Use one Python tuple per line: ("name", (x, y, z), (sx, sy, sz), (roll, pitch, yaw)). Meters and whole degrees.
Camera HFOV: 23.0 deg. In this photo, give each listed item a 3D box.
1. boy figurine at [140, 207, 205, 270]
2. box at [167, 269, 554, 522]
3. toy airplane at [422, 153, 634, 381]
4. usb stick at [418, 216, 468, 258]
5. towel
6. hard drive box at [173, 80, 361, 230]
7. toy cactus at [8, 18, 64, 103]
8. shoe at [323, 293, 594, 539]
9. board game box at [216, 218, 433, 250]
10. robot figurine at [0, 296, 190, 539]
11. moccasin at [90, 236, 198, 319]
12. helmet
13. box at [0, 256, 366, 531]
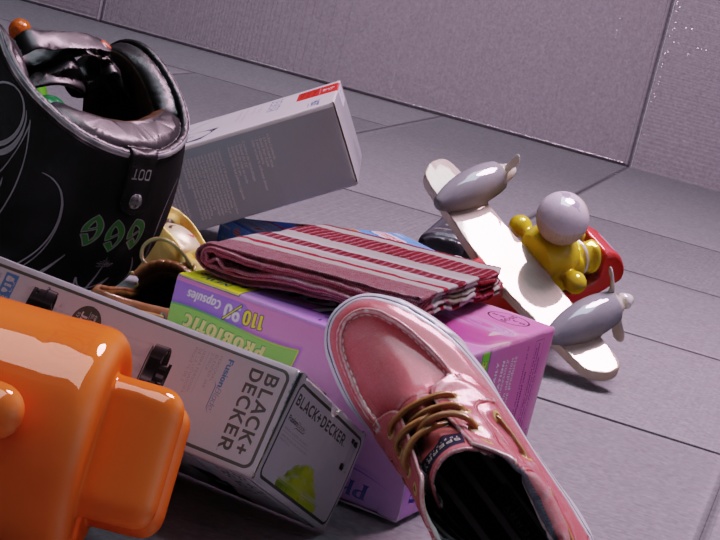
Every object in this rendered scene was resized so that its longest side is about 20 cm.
("boy figurine", (-0.087, 0.006, 1.355), (0.199, 0.065, 0.124), (23, 17, 25))
("box", (-0.001, 0.063, 1.100), (0.175, 0.097, 0.200), (19, 13, 24))
("toy airplane", (0.135, -0.009, 1.473), (0.199, 0.141, 0.199), (28, 32, -6))
("usb stick", (0.100, -0.037, 1.842), (0.055, 0.033, 0.200), (16, 12, 9))
("towel", (0.000, 0.000, 1.113), (0.143, 0.023, 0.200), (15, 10, 18))
("hard drive box", (-0.103, -0.096, 1.566), (0.199, 0.077, 0.156), (-16, 12, 4))
("toy cactus", (-0.250, -0.127, 1.485), (0.199, 0.103, 0.165), (17, 23, -34))
("shoe", (0.045, 0.086, 0.913), (0.200, 0.071, 0.091), (51, 4, 17))
("board game box", (-0.006, -0.006, 1.562), (0.199, 0.037, 0.151), (4, 15, -35))
("robot figurine", (-0.183, 0.069, 0.828), (0.199, 0.117, 0.144), (15, 25, 2))
("moccasin", (-0.128, 0.023, 1.184), (0.073, 0.078, 0.201), (19, 13, 25))
("helmet", (-0.227, -0.070, 1.242), (0.199, 0.191, 0.200), (28, 32, -19))
("box", (-0.108, 0.066, 0.947), (0.199, 0.060, 0.117), (19, -15, 23))
